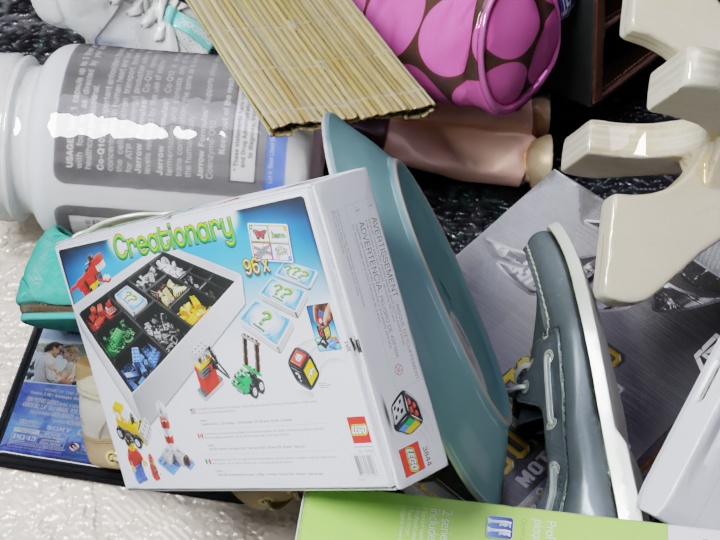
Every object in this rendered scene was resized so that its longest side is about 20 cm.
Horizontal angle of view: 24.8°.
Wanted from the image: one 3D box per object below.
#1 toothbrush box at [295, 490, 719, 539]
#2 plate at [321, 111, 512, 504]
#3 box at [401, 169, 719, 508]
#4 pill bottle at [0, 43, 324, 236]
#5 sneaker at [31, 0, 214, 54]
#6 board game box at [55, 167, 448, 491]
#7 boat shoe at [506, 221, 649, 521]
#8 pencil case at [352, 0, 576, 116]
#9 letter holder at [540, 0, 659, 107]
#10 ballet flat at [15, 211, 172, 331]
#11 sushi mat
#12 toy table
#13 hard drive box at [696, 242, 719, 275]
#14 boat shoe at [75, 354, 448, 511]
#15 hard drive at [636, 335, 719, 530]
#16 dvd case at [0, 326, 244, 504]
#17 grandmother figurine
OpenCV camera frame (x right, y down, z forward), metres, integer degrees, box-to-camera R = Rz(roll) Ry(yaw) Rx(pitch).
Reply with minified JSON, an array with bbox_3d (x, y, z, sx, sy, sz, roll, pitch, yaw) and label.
[{"bbox_3d":[0.067,0.178,0.725,0.200,0.146,0.086,6,49,5],"label":"toothbrush box"},{"bbox_3d":[0.034,0.014,0.764,0.026,0.200,0.200,-23,51,8],"label":"plate"},{"bbox_3d":[0.101,0.054,0.882,0.158,0.048,0.200,38,64,26],"label":"box"},{"bbox_3d":[-0.123,-0.069,0.927,0.200,0.114,0.114,5,50,3],"label":"pill bottle"},{"bbox_3d":[-0.128,-0.150,0.961,0.088,0.200,0.075,14,67,18],"label":"sneaker"},{"bbox_3d":[-0.055,0.033,0.717,0.035,0.126,0.200,-20,7,-40],"label":"board game box"},{"bbox_3d":[0.096,0.064,0.802,0.062,0.073,0.200,-15,56,10],"label":"boat shoe"},{"bbox_3d":[0.027,-0.159,0.983,0.200,0.094,0.091,20,41,40],"label":"pencil case"},{"bbox_3d":[0.108,-0.204,1.051,0.200,0.101,0.142,25,44,34],"label":"letter holder"},{"bbox_3d":[-0.089,0.004,0.858,0.200,0.067,0.071,6,82,19],"label":"ballet flat"},{"bbox_3d":[-0.041,-0.136,0.913,0.096,0.012,0.200,-8,41,-24],"label":"sushi mat"},{"bbox_3d":[0.181,-0.065,0.806,0.117,0.184,0.200,8,68,-9],"label":"toy table"},{"bbox_3d":[0.307,-0.003,0.917,0.156,0.077,0.200,-26,56,-32],"label":"hard drive box"},{"bbox_3d":[-0.049,0.086,0.830,0.200,0.069,0.074,9,16,16],"label":"boat shoe"},{"bbox_3d":[0.237,0.096,0.767,0.200,0.027,0.132,30,85,-21],"label":"hard drive"},{"bbox_3d":[-0.112,0.035,0.926,0.142,0.018,0.200,8,51,6],"label":"dvd case"},{"bbox_3d":[0.016,-0.090,1.010,0.200,0.061,0.121,4,37,-1],"label":"grandmother figurine"}]
